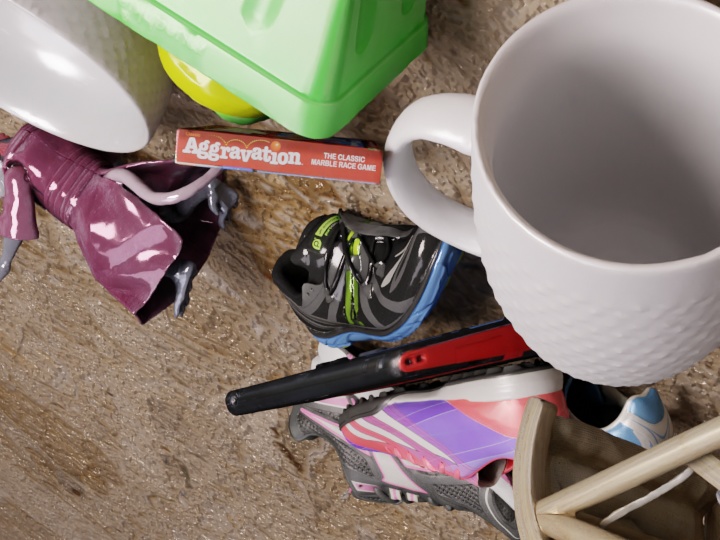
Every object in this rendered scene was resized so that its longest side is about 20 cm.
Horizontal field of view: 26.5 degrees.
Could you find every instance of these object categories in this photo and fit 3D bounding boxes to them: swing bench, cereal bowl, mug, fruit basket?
[{"bbox_3d":[0.212,0.147,0.809,0.198,0.132,0.199,23,157,-38],"label":"swing bench"},{"bbox_3d":[-0.199,-0.162,0.945,0.198,0.084,0.200,25,164,8],"label":"cereal bowl"},{"bbox_3d":[0.104,-0.031,0.747,0.198,0.149,0.176,17,155,14],"label":"mug"},{"bbox_3d":[-0.070,-0.142,0.813,0.213,0.156,0.218,16,127,23],"label":"fruit basket"}]

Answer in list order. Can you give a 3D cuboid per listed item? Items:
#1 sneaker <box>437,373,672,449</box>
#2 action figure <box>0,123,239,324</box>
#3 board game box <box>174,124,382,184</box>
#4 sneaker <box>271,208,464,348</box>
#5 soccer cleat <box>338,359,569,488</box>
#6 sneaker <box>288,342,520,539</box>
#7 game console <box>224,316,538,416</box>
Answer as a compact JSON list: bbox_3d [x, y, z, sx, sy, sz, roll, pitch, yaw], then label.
[{"bbox_3d":[0.121,0.089,0.990,0.199,0.071,0.074,11,107,48],"label":"sneaker"},{"bbox_3d":[-0.195,-0.052,1.062,0.198,0.134,0.150,28,148,11],"label":"action figure"},{"bbox_3d":[-0.041,-0.066,0.838,0.101,0.020,0.200,4,-174,-1],"label":"board game box"},{"bbox_3d":[0.000,0.000,0.982,0.083,0.071,0.199,41,153,-16],"label":"sneaker"},{"bbox_3d":[0.055,0.106,0.970,0.199,0.068,0.074,-18,81,50],"label":"soccer cleat"},{"bbox_3d":[0.034,0.136,1.091,0.199,0.087,0.080,36,-174,18],"label":"sneaker"},{"bbox_3d":[0.034,0.052,0.930,0.199,0.175,0.031,-19,80,54],"label":"game console"}]
